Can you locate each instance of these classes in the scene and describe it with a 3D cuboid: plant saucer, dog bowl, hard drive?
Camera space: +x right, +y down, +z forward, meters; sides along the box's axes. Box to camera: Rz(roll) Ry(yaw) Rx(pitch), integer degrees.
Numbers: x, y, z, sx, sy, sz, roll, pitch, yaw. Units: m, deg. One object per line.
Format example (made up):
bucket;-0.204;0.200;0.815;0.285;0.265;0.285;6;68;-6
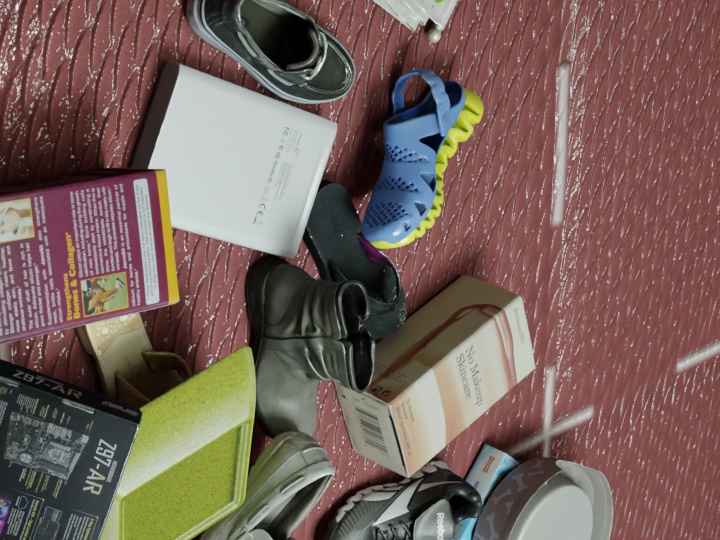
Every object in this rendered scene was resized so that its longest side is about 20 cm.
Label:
plant saucer;-0.164;0.183;1.372;0.199;0.048;0.201;-31;149;-30
dog bowl;0.202;0.303;1.799;0.199;0.058;0.201;-20;120;-39
hard drive;-0.112;-0.093;1.397;0.199;0.027;0.133;15;95;-48

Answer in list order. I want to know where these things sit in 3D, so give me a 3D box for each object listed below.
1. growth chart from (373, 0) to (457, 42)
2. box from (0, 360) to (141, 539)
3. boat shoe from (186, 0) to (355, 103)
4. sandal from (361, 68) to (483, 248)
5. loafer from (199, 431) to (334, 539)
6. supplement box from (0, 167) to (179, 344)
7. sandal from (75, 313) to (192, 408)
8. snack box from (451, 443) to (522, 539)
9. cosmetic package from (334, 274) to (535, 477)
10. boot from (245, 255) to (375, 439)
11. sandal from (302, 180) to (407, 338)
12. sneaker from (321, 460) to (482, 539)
growth chart;0.044;-0.302;1.482;0.199;0.018;0.146;22;88;-49
box;-0.276;0.178;1.234;0.159;0.044;0.201;19;99;-6
boat shoe;-0.063;-0.189;1.375;0.199;0.071;0.073;19;92;-49
sandal;0.044;-0.112;1.508;0.087;0.079;0.201;47;53;-40
loafer;-0.095;0.244;1.494;0.070;0.070;0.201;16;111;-49
supplement box;-0.247;-0.013;1.229;0.199;0.085;0.111;-13;102;-42
sandal;-0.178;0.100;1.373;0.078;0.069;0.212;-43;132;-25
snack box;0.176;0.289;1.839;0.200;0.037;0.117;38;78;-47
cosmetic package;0.078;0.105;1.627;0.200;0.087;0.104;-39;129;-29
boot;-0.042;0.090;1.464;0.068;0.130;0.201;-26;124;-37
sandal;-0.001;0.000;1.532;0.075;0.048;0.201;-50;134;-20
sneaker;0.050;0.259;1.656;0.199;0.090;0.067;-21;119;-39
